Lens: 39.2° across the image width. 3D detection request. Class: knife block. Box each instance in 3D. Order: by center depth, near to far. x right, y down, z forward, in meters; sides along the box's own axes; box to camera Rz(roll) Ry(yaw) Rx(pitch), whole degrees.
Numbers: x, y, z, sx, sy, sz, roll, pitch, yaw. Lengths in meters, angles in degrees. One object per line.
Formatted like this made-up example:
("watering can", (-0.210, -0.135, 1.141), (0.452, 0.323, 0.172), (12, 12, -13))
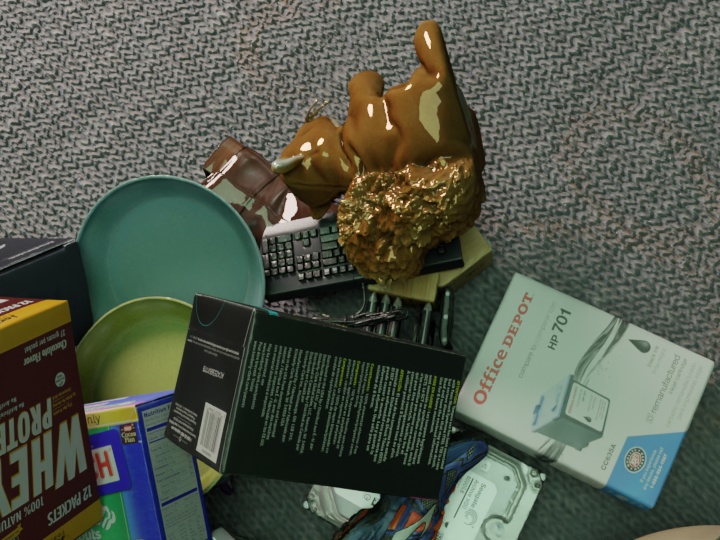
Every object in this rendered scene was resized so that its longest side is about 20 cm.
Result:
("knife block", (0.037, -0.002, 1.005), (0.175, 0.064, 0.201), (-35, 76, 0))

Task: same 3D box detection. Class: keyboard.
("keyboard", (0.000, 0.000, 0.968), (0.198, 0.021, 0.129), (-11, 76, 11))

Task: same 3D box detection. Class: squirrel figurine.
("squirrel figurine", (0.014, -0.090, 0.917), (0.185, 0.142, 0.202), (-16, 61, 14))

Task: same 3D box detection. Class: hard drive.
("hard drive", (0.061, 0.212, 0.973), (0.199, 0.038, 0.141), (27, 84, 11))

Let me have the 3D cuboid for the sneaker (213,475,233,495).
("sneaker", (-0.136, 0.165, 1.001), (0.087, 0.074, 0.200), (41, 98, 3))

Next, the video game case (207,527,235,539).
("video game case", (-0.112, 0.366, 0.928), (0.182, 0.023, 0.201), (39, 114, 15))

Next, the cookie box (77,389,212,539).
("cookie box", (-0.227, 0.221, 0.905), (0.169, 0.075, 0.202), (-12, 89, 25))

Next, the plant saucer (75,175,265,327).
("plant saucer", (-0.184, 0.004, 0.996), (0.197, 0.036, 0.203), (3, 105, 10))

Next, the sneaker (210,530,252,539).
("sneaker", (-0.097, 0.321, 0.955), (0.199, 0.078, 0.100), (28, 87, 13))

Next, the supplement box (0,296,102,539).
("supplement box", (-0.340, 0.132, 0.818), (0.198, 0.133, 0.200), (2, 106, 26))

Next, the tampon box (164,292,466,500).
("tampon box", (-0.040, 0.106, 0.853), (0.198, 0.149, 0.128), (14, 86, -27))

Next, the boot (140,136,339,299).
("boot", (-0.102, -0.015, 1.033), (0.199, 0.064, 0.187), (34, 87, 8))

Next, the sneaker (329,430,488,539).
("sneaker", (0.048, 0.226, 0.925), (0.078, 0.075, 0.200), (44, 93, 0))

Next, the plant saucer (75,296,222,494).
("plant saucer", (-0.192, 0.127, 0.961), (0.198, 0.031, 0.203), (-3, 82, 20))

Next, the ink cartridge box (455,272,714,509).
("ink cartridge box", (0.204, 0.113, 0.949), (0.198, 0.086, 0.148), (25, 83, 10))

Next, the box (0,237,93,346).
("box", (-0.384, 0.036, 0.974), (0.198, 0.148, 0.106), (2, 108, 28))

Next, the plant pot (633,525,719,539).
("plant pot", (0.254, 0.314, 0.865), (0.134, 0.199, 0.203), (-3, 75, 44))
